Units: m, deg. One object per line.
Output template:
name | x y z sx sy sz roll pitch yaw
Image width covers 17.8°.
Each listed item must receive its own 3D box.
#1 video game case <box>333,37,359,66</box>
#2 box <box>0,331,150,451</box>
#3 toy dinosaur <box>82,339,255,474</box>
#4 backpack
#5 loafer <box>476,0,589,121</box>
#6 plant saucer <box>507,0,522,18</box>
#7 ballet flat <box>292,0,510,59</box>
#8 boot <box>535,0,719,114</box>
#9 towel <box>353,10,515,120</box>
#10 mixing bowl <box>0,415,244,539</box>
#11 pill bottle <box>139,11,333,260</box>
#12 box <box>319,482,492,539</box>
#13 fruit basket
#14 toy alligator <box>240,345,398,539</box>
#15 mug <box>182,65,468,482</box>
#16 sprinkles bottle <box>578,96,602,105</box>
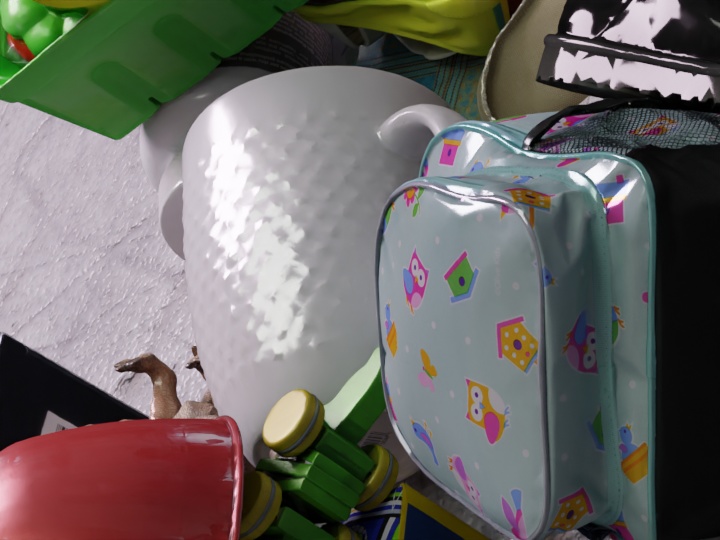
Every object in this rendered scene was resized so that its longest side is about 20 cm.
video game case | 0.008 -0.118 1.354 0.200 0.022 0.183 -5 58 54
box | -0.211 0.141 1.310 0.200 0.148 0.107 -27 41 41
toy dinosaur | -0.077 0.109 1.214 0.086 0.136 0.200 -25 13 11
backpack | 0.089 0.018 0.952 0.200 0.153 0.177 -148 51 -68
loafer | 0.124 -0.132 1.092 0.200 0.076 0.068 -45 -12 23
plant saucer | 0.133 -0.220 1.206 0.200 0.037 0.200 17 74 50
ballet flat | 0.008 -0.148 1.247 0.200 0.067 0.067 17 58 49
boot | 0.165 -0.141 0.955 0.211 0.079 0.158 15 92 42
towel | 0.074 -0.121 1.232 0.200 0.022 0.147 -6 58 41
mixing bowl | -0.131 0.148 1.013 0.200 0.108 0.201 -164 90 -77
pill bottle | -0.070 -0.096 1.316 0.111 0.111 0.200 -38 35 31
box | -0.027 0.176 1.079 0.200 0.070 0.064 -33 36 36
fruit basket | -0.137 -0.183 1.200 0.216 0.215 0.156 -42 39 25
toy alligator | -0.040 0.121 1.018 0.054 0.059 0.200 -1 57 58
mug | 0.000 0.000 1.120 0.200 0.147 0.176 -42 41 44
sprinkles bottle | 0.149 -0.074 1.055 0.200 0.068 0.068 -40 34 29
